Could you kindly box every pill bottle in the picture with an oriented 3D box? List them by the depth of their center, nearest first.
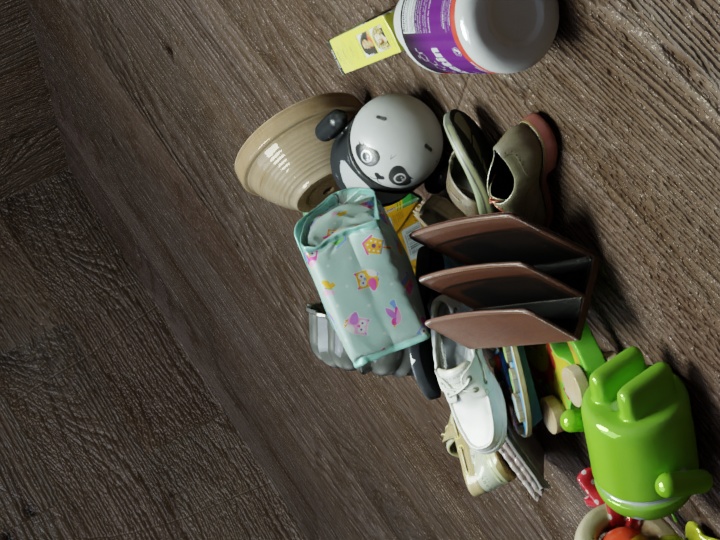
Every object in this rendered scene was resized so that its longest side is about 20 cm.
[{"bbox_3d":[0.109,-0.257,1.418,0.200,0.112,0.113,17,132,66],"label":"pill bottle"}]

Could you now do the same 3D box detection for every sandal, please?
[{"bbox_3d":[0.132,-0.090,1.629,0.080,0.057,0.202,-60,-46,-58],"label":"sandal"},{"bbox_3d":[0.094,0.062,1.764,0.076,0.043,0.202,35,-126,-61],"label":"sandal"}]

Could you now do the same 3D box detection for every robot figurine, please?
[{"bbox_3d":[0.302,0.184,1.500,0.175,0.115,0.201,30,144,47],"label":"robot figurine"},{"bbox_3d":[0.030,-0.148,1.766,0.200,0.149,0.126,146,109,-72],"label":"robot figurine"}]

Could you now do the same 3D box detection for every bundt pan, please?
[{"bbox_3d":[0.020,0.095,1.882,0.202,0.201,0.076,-159,74,-64],"label":"bundt pan"}]

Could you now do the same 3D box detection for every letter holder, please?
[{"bbox_3d":[0.143,0.013,1.555,0.142,0.101,0.200,26,162,-27],"label":"letter holder"}]

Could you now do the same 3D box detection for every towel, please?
[{"bbox_3d":[0.181,0.191,1.826,0.201,0.032,0.191,54,-172,-6],"label":"towel"}]

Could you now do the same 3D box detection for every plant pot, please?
[{"bbox_3d":[-0.064,-0.145,1.904,0.093,0.200,0.201,59,162,20],"label":"plant pot"}]

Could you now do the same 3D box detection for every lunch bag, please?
[{"bbox_3d":[0.000,0.000,1.697,0.200,0.121,0.171,-103,-9,-72],"label":"lunch bag"}]

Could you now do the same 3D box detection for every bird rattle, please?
[{"bbox_3d":[0.316,0.306,1.592,0.200,0.163,0.113,46,139,19],"label":"bird rattle"}]

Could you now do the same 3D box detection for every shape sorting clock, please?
[{"bbox_3d":[0.178,0.109,1.723,0.200,0.039,0.201,162,90,-89],"label":"shape sorting clock"}]

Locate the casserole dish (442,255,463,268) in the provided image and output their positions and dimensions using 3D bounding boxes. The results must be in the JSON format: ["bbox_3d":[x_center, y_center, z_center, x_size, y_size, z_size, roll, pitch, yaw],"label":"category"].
[{"bbox_3d":[0.132,0.024,1.875,0.121,0.039,0.200,55,161,25],"label":"casserole dish"}]

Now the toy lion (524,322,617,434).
[{"bbox_3d":[0.229,0.085,1.660,0.200,0.068,0.193,104,143,-69],"label":"toy lion"}]

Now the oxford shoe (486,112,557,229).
[{"bbox_3d":[0.169,-0.089,1.549,0.071,0.074,0.201,48,158,35],"label":"oxford shoe"}]

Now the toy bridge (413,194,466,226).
[{"bbox_3d":[0.116,-0.064,1.763,0.067,0.027,0.200,45,173,-24],"label":"toy bridge"}]

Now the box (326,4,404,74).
[{"bbox_3d":[0.030,-0.283,1.667,0.050,0.075,0.200,63,161,-9],"label":"box"}]

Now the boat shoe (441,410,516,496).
[{"bbox_3d":[0.141,0.219,1.832,0.074,0.066,0.200,49,-170,-29],"label":"boat shoe"}]

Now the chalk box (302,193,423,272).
[{"bbox_3d":[0.000,-0.056,1.983,0.200,0.123,0.126,34,146,56],"label":"chalk box"}]

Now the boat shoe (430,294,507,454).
[{"bbox_3d":[0.120,0.126,1.686,0.069,0.070,0.201,6,-115,-62],"label":"boat shoe"}]
